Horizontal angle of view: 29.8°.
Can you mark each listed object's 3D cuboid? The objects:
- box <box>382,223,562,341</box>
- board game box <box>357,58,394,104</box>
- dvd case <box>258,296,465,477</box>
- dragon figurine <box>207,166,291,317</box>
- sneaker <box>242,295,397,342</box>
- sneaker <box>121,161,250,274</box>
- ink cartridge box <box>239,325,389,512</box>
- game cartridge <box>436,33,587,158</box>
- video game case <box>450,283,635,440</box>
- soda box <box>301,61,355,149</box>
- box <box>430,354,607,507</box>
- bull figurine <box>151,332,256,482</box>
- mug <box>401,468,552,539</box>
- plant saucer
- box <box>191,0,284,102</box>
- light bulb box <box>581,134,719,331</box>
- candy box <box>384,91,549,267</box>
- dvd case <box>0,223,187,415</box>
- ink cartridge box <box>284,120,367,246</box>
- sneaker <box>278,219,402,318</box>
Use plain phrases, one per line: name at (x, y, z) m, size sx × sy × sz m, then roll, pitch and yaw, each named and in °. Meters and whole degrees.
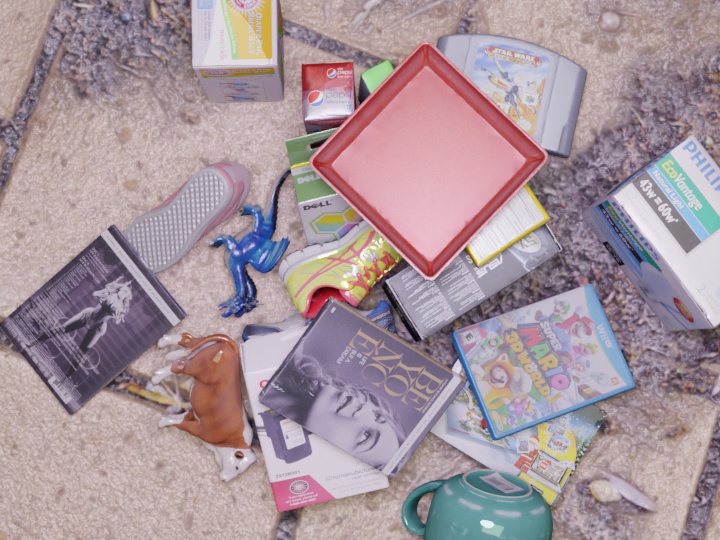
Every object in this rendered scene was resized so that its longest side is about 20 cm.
box at (0.132, -0.001, 1.659) m, size 0.199 × 0.164 × 0.086 m, roll -33°, pitch 87°, yaw -3°
board game box at (0.061, -0.149, 1.673) m, size 0.040 × 0.153 × 0.201 m, roll -28°, pitch 88°, yaw -3°
dvd case at (0.003, 0.139, 1.574) m, size 0.199 × 0.016 × 0.149 m, roll 32°, pitch 103°, yaw -22°
dragon figurine at (-0.123, -0.032, 1.709) m, size 0.099 × 0.059 × 0.200 m, roll 42°, pitch 87°, yaw 2°
sneaker at (-0.050, 0.069, 1.705) m, size 0.198 × 0.077 × 0.086 m, roll 2°, pitch 76°, yaw -8°
sneaker at (-0.215, -0.069, 1.711) m, size 0.200 × 0.105 × 0.076 m, roll -38°, pitch 90°, yaw 27°
ink cartridge box at (-0.055, 0.175, 1.645) m, size 0.144 × 0.084 × 0.201 m, roll -13°, pitch 114°, yaw -2°
game cartridge at (0.185, -0.231, 1.739) m, size 0.198 × 0.042 × 0.134 m, roll 13°, pitch 90°, yaw 0°
video game case at (0.228, 0.112, 1.692) m, size 0.199 × 0.018 × 0.144 m, roll -18°, pitch 75°, yaw -15°
soda box at (-0.036, -0.198, 1.650) m, size 0.063 × 0.200 × 0.071 m, roll -2°, pitch 85°, yaw 0°
box at (0.191, 0.187, 1.710) m, size 0.199 × 0.038 × 0.137 m, roll 31°, pitch 86°, yaw 1°
bull figurine at (-0.190, 0.165, 1.671) m, size 0.120 × 0.065 × 0.202 m, roll 3°, pitch 113°, yaw 8°
mug at (0.140, 0.306, 1.635) m, size 0.183 × 0.152 × 0.115 m, roll 10°, pitch 103°, yaw 3°
plant saucer at (0.077, -0.124, 1.548) m, size 0.200 × 0.037 × 0.200 m, roll 44°, pitch 88°, yaw 8°
box at (-0.147, -0.280, 1.653) m, size 0.100 × 0.200 × 0.114 m, roll -1°, pitch 86°, yaw -1°
light bulb box at (0.390, -0.039, 1.647) m, size 0.124 × 0.200 × 0.199 m, roll -37°, pitch 87°, yaw -3°
candy box at (0.124, -0.113, 1.577) m, size 0.102 × 0.026 × 0.201 m, roll -33°, pitch 83°, yaw -1°
dvd case at (-0.337, 0.062, 1.704) m, size 0.200 × 0.016 × 0.149 m, roll -40°, pitch 88°, yaw 9°
ink cartridge box at (-0.025, -0.089, 1.644) m, size 0.103 × 0.200 × 0.060 m, roll -12°, pitch 59°, yaw -1°
sneaker at (0.000, 0.000, 1.652) m, size 0.199 × 0.078 × 0.091 m, roll -25°, pitch 56°, yaw 14°
